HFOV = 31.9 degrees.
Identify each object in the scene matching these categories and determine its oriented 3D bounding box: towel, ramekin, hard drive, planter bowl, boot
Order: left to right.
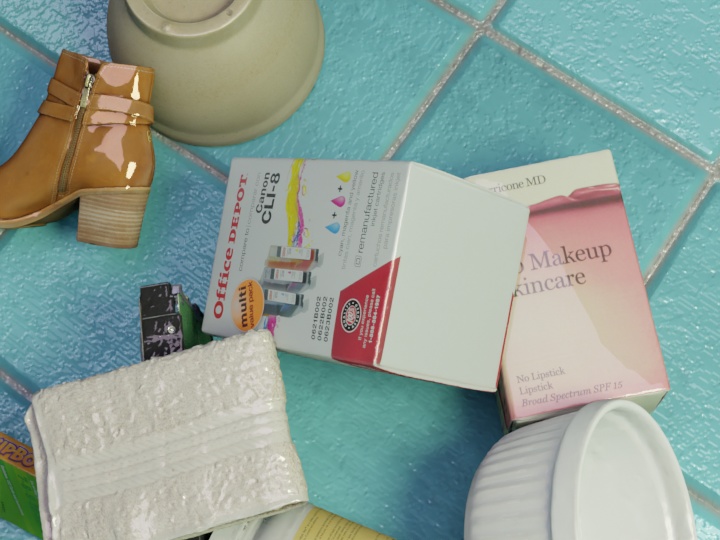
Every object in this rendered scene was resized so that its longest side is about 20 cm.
[{"bbox_3d":[-0.267,-0.110,1.071,0.197,0.077,0.158,10,98,19],"label":"boot"},{"bbox_3d":[-0.142,0.127,0.898,0.198,0.034,0.134,-17,72,9],"label":"towel"},{"bbox_3d":[-0.137,0.124,0.991,0.037,0.140,0.203,-7,73,2],"label":"hard drive"},{"bbox_3d":[-0.135,-0.227,1.100,0.197,0.135,0.203,-1,74,4],"label":"planter bowl"},{"bbox_3d":[0.160,0.201,0.918,0.104,0.199,0.203,-14,69,35],"label":"ramekin"}]

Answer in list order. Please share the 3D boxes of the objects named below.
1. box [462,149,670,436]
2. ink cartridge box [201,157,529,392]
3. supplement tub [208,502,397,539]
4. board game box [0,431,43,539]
[{"bbox_3d":[0.159,0.023,1.015,0.126,0.109,0.203,-11,73,1],"label":"box"},{"bbox_3d":[0.000,0.000,0.961,0.199,0.144,0.147,6,84,46],"label":"ink cartridge box"},{"bbox_3d":[-0.021,0.260,0.938,0.198,0.146,0.147,20,75,10],"label":"supplement tub"},{"bbox_3d":[-0.236,0.190,1.002,0.198,0.096,0.030,26,49,13],"label":"board game box"}]
